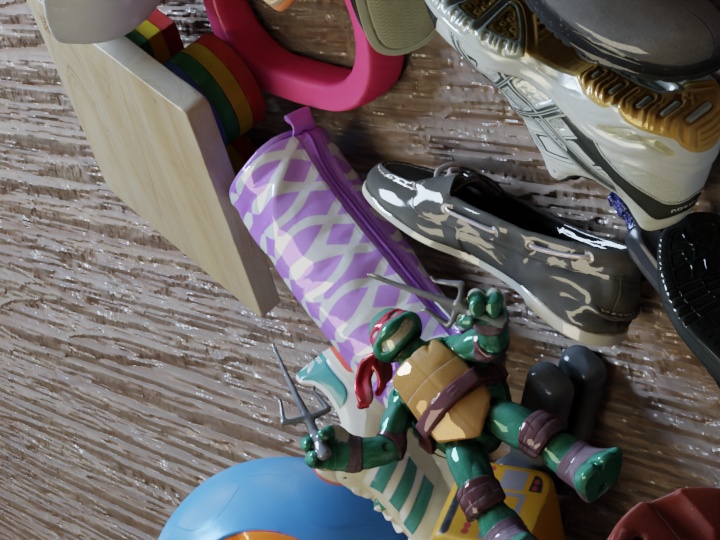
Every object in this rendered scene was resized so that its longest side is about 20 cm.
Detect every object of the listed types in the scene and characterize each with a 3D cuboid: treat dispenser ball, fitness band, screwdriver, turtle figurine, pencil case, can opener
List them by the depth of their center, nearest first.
[{"bbox_3d":[0.125,-0.055,1.077,0.200,0.029,0.028,52,150,11],"label":"screwdriver"},{"bbox_3d":[0.050,0.074,1.146,0.200,0.100,0.150,45,110,24],"label":"turtle figurine"},{"bbox_3d":[0.105,0.118,1.236,0.067,0.052,0.201,47,148,27],"label":"can opener"},{"bbox_3d":[-0.044,-0.174,1.253,0.200,0.037,0.144,23,132,52],"label":"fitness band"},{"bbox_3d":[0.000,0.000,1.261,0.200,0.084,0.086,50,143,15],"label":"pencil case"},{"bbox_3d":[-0.055,0.236,1.447,0.201,0.200,0.202,39,144,36],"label":"treat dispenser ball"}]

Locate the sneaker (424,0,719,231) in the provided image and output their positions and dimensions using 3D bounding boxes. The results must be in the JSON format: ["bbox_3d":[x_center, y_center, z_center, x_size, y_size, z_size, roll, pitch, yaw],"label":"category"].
[{"bbox_3d":[0.100,-0.091,1.044,0.200,0.075,0.088,42,145,34],"label":"sneaker"}]

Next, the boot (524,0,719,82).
[{"bbox_3d":[0.111,-0.191,0.956,0.200,0.070,0.132,43,141,24],"label":"boot"}]

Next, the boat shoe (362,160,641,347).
[{"bbox_3d":[0.084,-0.028,1.147,0.200,0.067,0.057,34,118,34],"label":"boat shoe"}]

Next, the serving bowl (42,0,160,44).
[{"bbox_3d":[-0.139,-0.236,1.245,0.065,0.201,0.201,10,136,4],"label":"serving bowl"}]

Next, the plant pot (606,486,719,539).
[{"bbox_3d":[0.178,0.237,1.091,0.201,0.200,0.196,45,139,29],"label":"plant pot"}]

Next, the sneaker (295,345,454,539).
[{"bbox_3d":[0.020,0.136,1.330,0.070,0.093,0.201,-121,11,-81],"label":"sneaker"}]

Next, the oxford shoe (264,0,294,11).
[{"bbox_3d":[-0.070,-0.216,1.137,0.071,0.073,0.200,-52,35,22],"label":"oxford shoe"}]

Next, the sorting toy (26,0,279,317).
[{"bbox_3d":[-0.124,-0.099,1.380,0.199,0.069,0.201,38,157,38],"label":"sorting toy"}]

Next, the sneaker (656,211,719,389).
[{"bbox_3d":[0.208,0.072,1.013,0.200,0.060,0.104,60,169,32],"label":"sneaker"}]

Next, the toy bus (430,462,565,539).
[{"bbox_3d":[0.091,0.209,1.242,0.078,0.065,0.201,6,134,23],"label":"toy bus"}]

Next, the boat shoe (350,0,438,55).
[{"bbox_3d":[0.016,-0.215,1.100,0.068,0.071,0.201,-121,19,-52],"label":"boat shoe"}]
